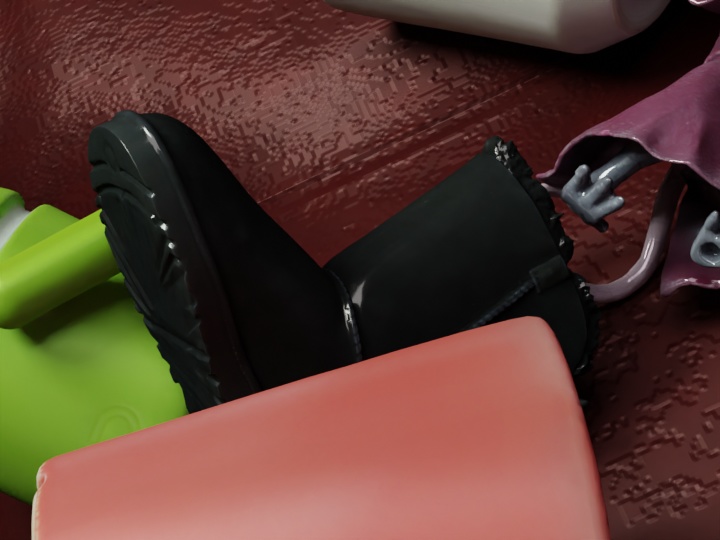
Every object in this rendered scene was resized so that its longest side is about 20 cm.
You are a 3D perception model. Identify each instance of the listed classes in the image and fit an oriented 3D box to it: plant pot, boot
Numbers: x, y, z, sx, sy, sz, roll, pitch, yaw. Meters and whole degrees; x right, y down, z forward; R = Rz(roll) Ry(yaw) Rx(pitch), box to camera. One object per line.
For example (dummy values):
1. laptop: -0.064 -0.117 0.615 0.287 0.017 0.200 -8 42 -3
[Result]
1. plant pot: -0.012 0.121 0.704 0.177 0.201 0.201 -7 49 -3
2. boot: 0.000 0.000 0.814 0.162 0.199 0.073 -30 20 -19

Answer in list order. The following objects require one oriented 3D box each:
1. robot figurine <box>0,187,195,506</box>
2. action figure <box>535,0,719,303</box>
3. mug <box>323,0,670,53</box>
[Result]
1. robot figurine: -0.125 0.039 0.878 0.200 0.176 0.116 25 67 2
2. action figure: 0.174 -0.069 0.896 0.149 0.134 0.200 -41 11 52
3. mug: 0.064 -0.174 0.962 0.153 0.186 0.150 23 93 27
